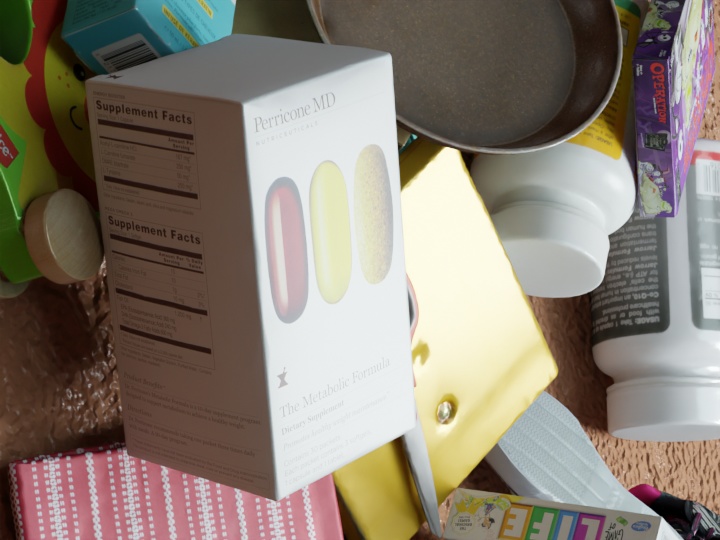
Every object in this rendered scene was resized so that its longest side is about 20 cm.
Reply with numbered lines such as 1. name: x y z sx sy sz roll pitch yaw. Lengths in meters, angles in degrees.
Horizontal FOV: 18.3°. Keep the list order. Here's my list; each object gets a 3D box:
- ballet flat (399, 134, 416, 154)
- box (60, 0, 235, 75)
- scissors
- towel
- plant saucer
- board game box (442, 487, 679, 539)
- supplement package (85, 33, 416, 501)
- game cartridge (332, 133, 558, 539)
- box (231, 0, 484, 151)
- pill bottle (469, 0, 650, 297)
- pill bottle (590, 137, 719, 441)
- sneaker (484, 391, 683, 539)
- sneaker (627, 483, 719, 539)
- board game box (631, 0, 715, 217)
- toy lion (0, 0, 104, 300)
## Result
1. ballet flat: 0.048 -0.032 1.404 0.063 0.068 0.201 -38 114 -64
2. box: -0.105 -0.177 1.208 0.082 0.049 0.200 49 34 -40
3. scissors: 0.029 0.071 1.287 0.073 0.014 0.200 -49 130 -22
4. towel: -0.088 0.157 1.170 0.200 0.022 0.145 -5 82 -37
5. plant saucer: 0.055 -0.147 1.293 0.200 0.034 0.201 11 59 -19
6. board game box: 0.150 0.197 1.389 0.200 0.134 0.034 49 53 -52
7. supplement package: -0.052 -0.006 1.116 0.114 0.109 0.201 -25 117 -45
8. game cartridge: 0.024 0.047 1.307 0.176 0.032 0.200 -45 130 -23
9. box: -0.007 -0.179 1.320 0.163 0.021 0.200 32 55 -4
10. pill bottle: 0.133 -0.089 1.487 0.113 0.113 0.201 36 55 -43
11. pill bottle: 0.217 0.015 1.573 0.114 0.114 0.201 14 71 -50
12. sneaker: 0.129 0.153 1.467 0.200 0.071 0.073 48 48 -7
13. sneaker: 0.237 0.201 1.505 0.081 0.200 0.075 -37 113 -21
14. board game box: 0.212 -0.138 1.503 0.200 0.032 0.120 -66 158 -52
15. toy lion: -0.165 -0.093 1.147 0.200 0.069 0.192 59 35 -25
